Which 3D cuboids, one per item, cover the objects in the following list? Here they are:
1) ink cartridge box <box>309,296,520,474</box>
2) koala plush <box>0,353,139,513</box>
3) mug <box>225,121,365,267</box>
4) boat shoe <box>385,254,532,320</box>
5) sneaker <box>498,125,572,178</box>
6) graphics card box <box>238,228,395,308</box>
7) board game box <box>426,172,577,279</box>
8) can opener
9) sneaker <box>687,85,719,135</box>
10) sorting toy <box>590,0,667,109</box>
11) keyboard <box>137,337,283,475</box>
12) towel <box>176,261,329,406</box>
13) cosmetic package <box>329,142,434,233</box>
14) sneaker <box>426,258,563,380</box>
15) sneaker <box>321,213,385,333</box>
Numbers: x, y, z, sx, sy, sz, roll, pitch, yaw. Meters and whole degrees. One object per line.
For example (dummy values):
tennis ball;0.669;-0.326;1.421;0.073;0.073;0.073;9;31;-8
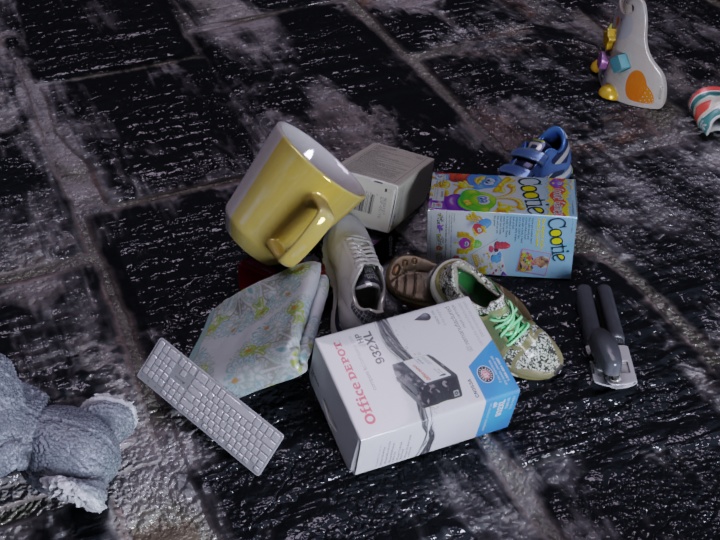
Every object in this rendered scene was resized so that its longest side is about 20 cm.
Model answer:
ink cartridge box;0.059;0.130;1.371;0.199;0.084;0.145;-15;56;-18
koala plush;-0.349;0.187;1.281;0.199;0.184;0.178;15;37;2
mug;-0.101;-0.087;1.540;0.149;0.153;0.187;43;13;2
boat shoe;0.126;0.042;1.529;0.200;0.068;0.072;23;73;7
sneaker;0.248;-0.150;1.788;0.074;0.082;0.200;25;45;30
graphics card box;-0.057;-0.015;1.637;0.125;0.051;0.200;24;42;32
board game box;0.194;-0.063;1.648;0.199;0.105;0.103;4;35;6
can opener;0.306;0.071;1.488;0.053;0.067;0.200;0;36;1
sneaker;0.640;-0.252;1.943;0.199;0.070;0.094;-1;53;-3
sorting toy;0.463;-0.403;2.048;0.106;0.181;0.200;-1;35;1
keyboard;-0.174;0.155;1.370;0.200;0.056;0.011;35;12;22
towel;-0.128;0.079;1.445;0.171;0.048;0.200;-24;29;25
cosmetic package;0.029;-0.122;1.707;0.103;0.073;0.200;17;19;14
sneaker;0.166;0.059;1.444;0.200;0.089;0.077;40;79;4
sneaker;0.000;0.000;1.539;0.076;0.081;0.201;5;53;-21
